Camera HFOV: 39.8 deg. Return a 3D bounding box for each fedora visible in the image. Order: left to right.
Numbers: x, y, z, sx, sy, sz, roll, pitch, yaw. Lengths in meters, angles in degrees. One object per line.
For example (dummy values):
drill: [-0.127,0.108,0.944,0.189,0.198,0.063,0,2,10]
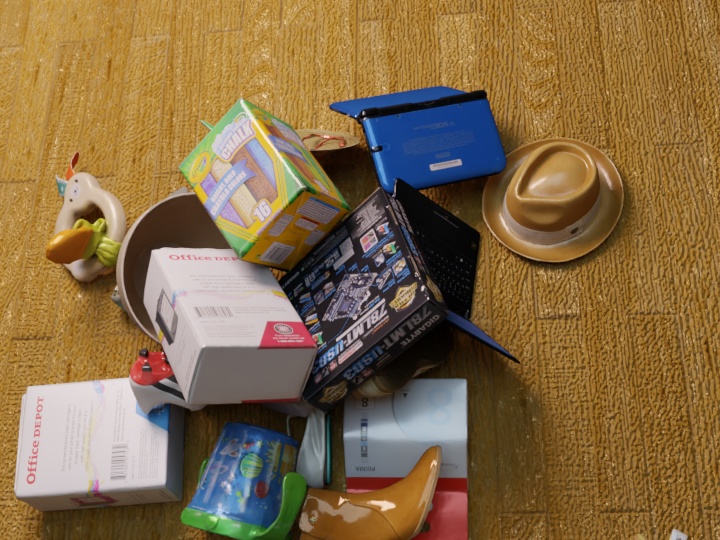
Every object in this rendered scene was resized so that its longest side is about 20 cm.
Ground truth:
fedora: [0.261,-0.111,1.347,0.196,0.082,0.204,-3,65,7]

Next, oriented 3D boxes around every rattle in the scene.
rattle: [-0.422,-0.090,1.398,0.130,0.141,0.203,-36,68,37]

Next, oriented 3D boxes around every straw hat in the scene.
straw hat: [-0.098,-0.145,1.405,0.197,0.201,0.087,6,108,10]

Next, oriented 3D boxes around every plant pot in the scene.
plant pot: [-0.237,0.005,1.316,0.197,0.134,0.205,1,88,-29]

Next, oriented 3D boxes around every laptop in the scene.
laptop: [0.121,-0.001,1.255,0.102,0.176,0.204,-13,58,43]

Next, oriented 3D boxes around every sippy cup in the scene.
sippy cup: [-0.134,0.257,1.200,0.174,0.140,0.133,10,75,18]

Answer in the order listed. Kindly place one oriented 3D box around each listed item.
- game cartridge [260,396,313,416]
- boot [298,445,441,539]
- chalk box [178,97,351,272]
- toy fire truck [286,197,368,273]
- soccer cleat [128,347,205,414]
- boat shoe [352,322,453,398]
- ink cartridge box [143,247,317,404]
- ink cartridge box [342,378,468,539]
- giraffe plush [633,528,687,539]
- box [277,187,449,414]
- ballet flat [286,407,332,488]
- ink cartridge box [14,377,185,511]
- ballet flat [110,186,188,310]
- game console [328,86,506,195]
game cartridge: [-0.109,0.105,1.288,0.198,0.041,0.134,24,74,43]
boot: [0.006,0.283,1.188,0.142,0.071,0.205,21,91,4]
chalk box: [-0.128,-0.119,1.233,0.124,0.124,0.201,-42,66,16]
toy fire truck: [0.000,0.000,1.330,0.196,0.112,0.171,-14,83,2]
soccer cleat: [-0.186,0.132,1.233,0.196,0.087,0.069,-7,34,-12]
boat shoe: [0.049,0.105,1.249,0.066,0.199,0.075,-26,88,35]
ink cartridge box: [-0.157,0.062,1.165,0.145,0.087,0.200,2,30,-30]
ink cartridge box: [0.056,0.237,1.241,0.157,0.047,0.204,-1,64,8]
giraffe plush: [0.339,0.367,1.079,0.169,0.163,0.204,8,67,11]
box: [-0.006,0.033,1.190,0.199,0.049,0.200,-41,43,19]
ballet flat: [-0.062,0.175,1.274,0.068,0.070,0.204,2,70,8]
ink cartridge box: [-0.332,0.223,1.280,0.196,0.085,0.147,-4,65,4]
ballet flat: [-0.296,-0.038,1.396,0.063,0.067,0.203,28,68,-29]
game console: [0.078,-0.187,1.387,0.197,0.118,0.174,-13,81,-22]
